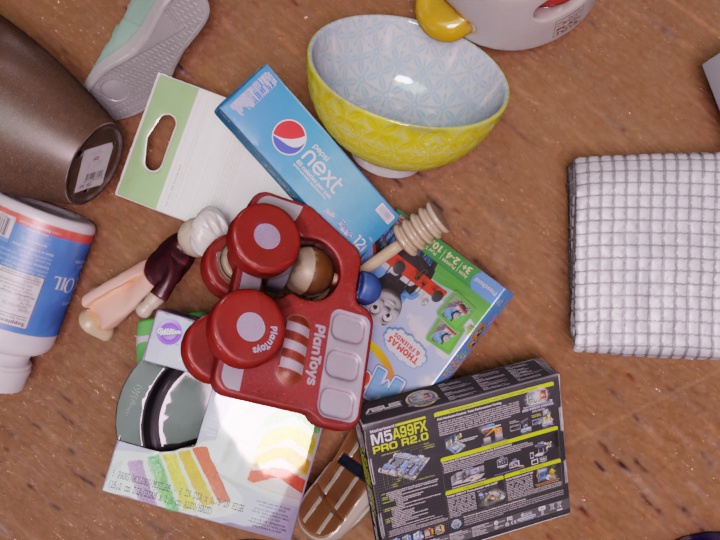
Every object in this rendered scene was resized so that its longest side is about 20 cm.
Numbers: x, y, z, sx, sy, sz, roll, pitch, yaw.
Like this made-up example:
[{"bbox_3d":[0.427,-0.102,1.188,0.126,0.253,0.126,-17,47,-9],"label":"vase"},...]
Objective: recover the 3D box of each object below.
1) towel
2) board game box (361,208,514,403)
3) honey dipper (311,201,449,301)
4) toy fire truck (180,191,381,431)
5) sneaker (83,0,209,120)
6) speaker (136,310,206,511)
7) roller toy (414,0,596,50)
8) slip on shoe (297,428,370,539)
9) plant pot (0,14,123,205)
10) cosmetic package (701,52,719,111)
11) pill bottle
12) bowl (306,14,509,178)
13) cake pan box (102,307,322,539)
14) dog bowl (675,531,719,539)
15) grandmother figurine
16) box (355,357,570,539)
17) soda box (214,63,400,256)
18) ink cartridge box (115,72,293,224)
[{"bbox_3d":[0.289,-0.013,0.773,0.165,0.086,0.201,0,88,6],"label":"towel"},{"bbox_3d":[0.037,0.059,0.804,0.151,0.037,0.200,39,96,28],"label":"board game box"},{"bbox_3d":[0.000,0.000,0.797,0.200,0.038,0.038,-34,85,16],"label":"honey dipper"},{"bbox_3d":[-0.064,0.036,0.723,0.167,0.112,0.201,19,66,-22],"label":"toy fire truck"},{"bbox_3d":[-0.242,-0.261,0.862,0.200,0.074,0.119,-40,48,25],"label":"sneaker"},{"bbox_3d":[-0.188,0.148,0.833,0.088,0.088,0.201,-8,89,7],"label":"speaker"},{"bbox_3d":[0.154,-0.317,0.762,0.182,0.140,0.201,11,81,11],"label":"roller toy"},{"bbox_3d":[0.016,0.203,0.821,0.076,0.061,0.200,31,75,28],"label":"slip on shoe"},{"bbox_3d":[-0.355,-0.153,0.804,0.199,0.187,0.188,28,93,7],"label":"plant pot"},{"bbox_3d":[0.450,-0.165,0.744,0.199,0.052,0.151,-19,85,-8],"label":"cosmetic package"},{"bbox_3d":[-0.374,0.025,0.845,0.112,0.112,0.201,22,93,7],"label":"pill bottle"},{"bbox_3d":[0.038,-0.158,0.781,0.199,0.200,0.108,22,134,7],"label":"bowl"},{"bbox_3d":[-0.137,0.149,0.771,0.199,0.052,0.185,18,84,-3],"label":"cake pan box"},{"bbox_3d":[0.363,0.366,0.761,0.199,0.079,0.201,0,89,8],"label":"dog bowl"},{"bbox_3d":[-0.213,0.001,0.814,0.200,0.061,0.122,-35,40,22],"label":"grandmother figurine"},{"bbox_3d":[0.102,0.187,0.762,0.199,0.044,0.161,-13,108,-10],"label":"box"},{"bbox_3d":[-0.054,-0.106,0.778,0.064,0.068,0.200,-43,106,-7],"label":"soda box"},{"bbox_3d":[-0.146,-0.111,0.846,0.199,0.048,0.146,21,93,7],"label":"ink cartridge box"}]
